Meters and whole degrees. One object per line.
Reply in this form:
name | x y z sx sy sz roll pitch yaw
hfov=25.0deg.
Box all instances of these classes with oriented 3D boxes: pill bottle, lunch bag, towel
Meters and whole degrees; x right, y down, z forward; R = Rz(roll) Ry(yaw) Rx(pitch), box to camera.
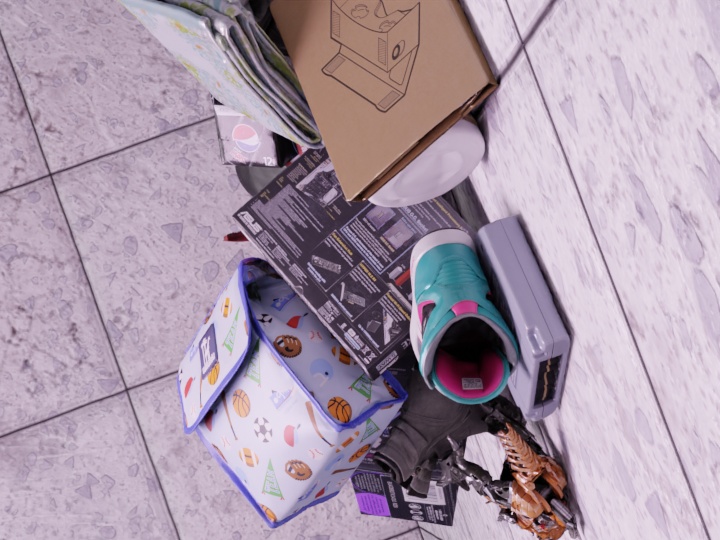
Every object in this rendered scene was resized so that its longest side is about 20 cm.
pill bottle | 0.020 -0.164 1.379 0.111 0.110 0.201 82 167 -65
lunch bag | -0.083 0.111 1.536 0.200 0.124 0.170 50 131 18
towel | -0.122 -0.189 1.419 0.200 0.048 0.171 32 168 48

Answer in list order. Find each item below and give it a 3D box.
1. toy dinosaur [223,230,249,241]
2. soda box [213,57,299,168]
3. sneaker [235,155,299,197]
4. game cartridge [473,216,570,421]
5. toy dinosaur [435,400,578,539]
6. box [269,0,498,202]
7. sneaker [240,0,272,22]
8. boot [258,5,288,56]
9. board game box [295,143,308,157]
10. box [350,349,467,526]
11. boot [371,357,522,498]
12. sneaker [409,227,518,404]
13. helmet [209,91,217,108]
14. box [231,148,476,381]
toy dinosaur | -0.013 -0.045 1.786 0.181 0.200 0.105 31 162 28
soda box | -0.067 -0.166 1.611 0.200 0.070 0.064 -46 -46 -54
sneaker | -0.032 -0.114 1.735 0.201 0.108 0.068 7 122 40
game cartridge | 0.133 0.038 1.381 0.200 0.040 0.134 83 163 -67
toy dinosaur | 0.155 0.191 1.543 0.136 0.102 0.201 38 143 30
box | 0.013 -0.181 1.295 0.021 0.163 0.201 5 -126 -46
sneaker | -0.128 -0.261 1.475 0.074 0.199 0.089 -15 -91 -58
boot | 0.001 -0.197 1.539 0.174 0.200 0.069 39 123 21
board game box | -0.012 -0.156 1.621 0.200 0.019 0.103 -60 -36 -46
box | 0.061 0.154 1.742 0.122 0.105 0.201 78 -160 -56
boot | 0.079 0.165 1.605 0.067 0.131 0.200 22 172 35
sneaker | 0.089 0.073 1.377 0.201 0.083 0.121 77 -179 -47
helmet | -0.070 -0.211 1.814 0.200 0.199 0.192 -116 25 -49
box | 0.004 -0.026 1.489 0.200 0.158 0.050 47 175 18
